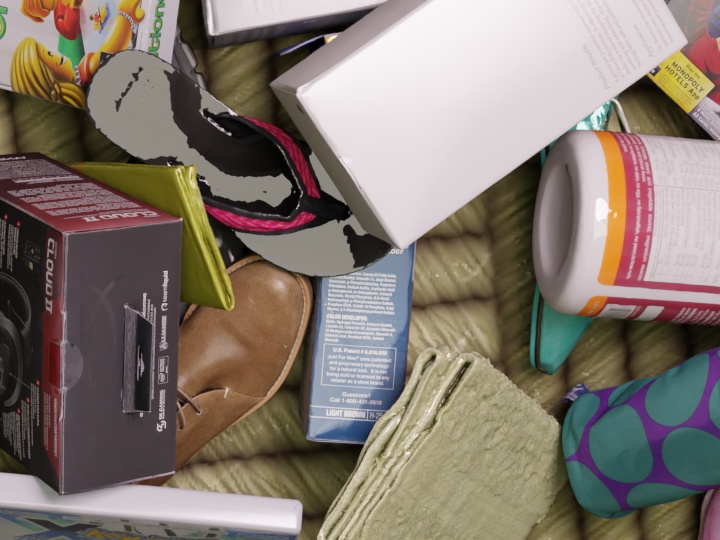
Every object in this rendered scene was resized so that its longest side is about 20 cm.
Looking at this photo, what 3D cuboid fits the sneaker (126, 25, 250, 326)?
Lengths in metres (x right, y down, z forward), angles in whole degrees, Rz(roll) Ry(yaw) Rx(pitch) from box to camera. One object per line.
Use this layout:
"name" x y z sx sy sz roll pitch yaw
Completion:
"sneaker" -0.117 -0.055 1.156 0.079 0.075 0.201 -13 97 -2

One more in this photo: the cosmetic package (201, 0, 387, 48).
"cosmetic package" 0.000 -0.193 1.144 0.199 0.107 0.091 -7 92 -4

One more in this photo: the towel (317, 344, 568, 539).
"towel" 0.058 0.131 1.153 0.149 0.036 0.200 -55 143 -1

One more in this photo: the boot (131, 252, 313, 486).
"boot" -0.100 0.074 1.132 0.074 0.075 0.200 41 111 2

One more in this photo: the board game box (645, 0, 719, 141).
"board game box" 0.297 -0.147 1.181 0.200 0.062 0.200 42 100 -11

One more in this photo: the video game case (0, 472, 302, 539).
"video game case" -0.143 0.161 1.122 0.199 0.182 0.022 6 67 -7

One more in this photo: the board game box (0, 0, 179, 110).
"board game box" -0.161 -0.198 1.116 0.126 0.035 0.201 15 103 27

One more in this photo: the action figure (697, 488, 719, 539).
"action figure" 0.258 0.110 1.213 0.148 0.134 0.201 -10 97 21

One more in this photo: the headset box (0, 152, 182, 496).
"headset box" -0.171 0.027 1.070 0.077 0.200 0.150 -8 109 -35

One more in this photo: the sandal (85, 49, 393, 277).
"sandal" -0.068 -0.057 1.078 0.199 0.045 0.075 30 91 -8

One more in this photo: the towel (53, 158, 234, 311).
"towel" -0.131 -0.024 1.099 0.018 0.200 0.086 -28 107 -26

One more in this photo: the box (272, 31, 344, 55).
"box" 0.049 -0.135 1.147 0.199 0.119 0.042 -12 96 -5

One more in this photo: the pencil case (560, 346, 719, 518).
"pencil case" 0.209 0.086 1.125 0.085 0.200 0.092 54 50 -8

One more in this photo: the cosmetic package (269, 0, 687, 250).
"cosmetic package" 0.063 -0.114 1.039 0.200 0.085 0.108 -34 106 -6

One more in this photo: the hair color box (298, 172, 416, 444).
"hair color box" 0.000 0.000 1.161 0.060 0.100 0.201 4 94 -5

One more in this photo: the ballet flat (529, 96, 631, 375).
"ballet flat" 0.143 -0.033 1.187 0.070 0.067 0.201 1 93 13

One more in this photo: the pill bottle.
"pill bottle" 0.210 -0.022 1.120 0.199 0.110 0.110 4 94 -11
